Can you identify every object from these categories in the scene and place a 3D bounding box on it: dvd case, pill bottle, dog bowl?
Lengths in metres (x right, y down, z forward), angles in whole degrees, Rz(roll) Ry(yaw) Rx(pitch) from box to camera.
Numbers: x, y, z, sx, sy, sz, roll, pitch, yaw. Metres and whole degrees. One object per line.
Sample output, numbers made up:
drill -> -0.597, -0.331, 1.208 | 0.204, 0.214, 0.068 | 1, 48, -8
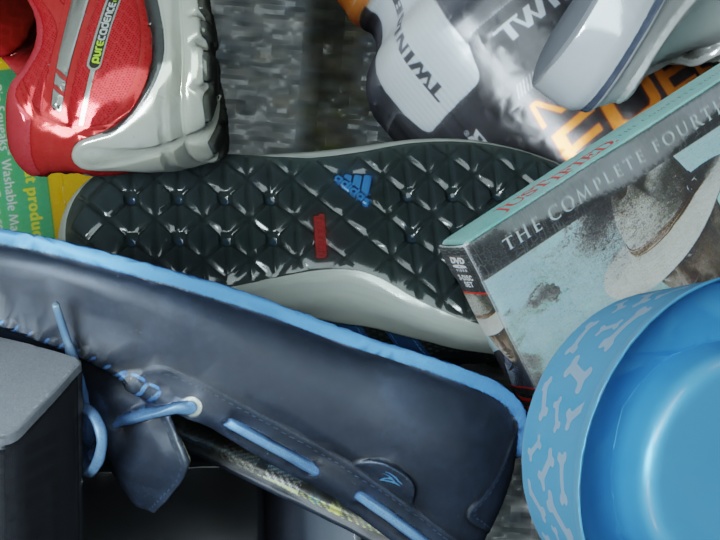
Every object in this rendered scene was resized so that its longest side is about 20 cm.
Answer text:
dvd case -> 0.127, 0.041, 0.713 | 0.146, 0.022, 0.200 | -32, 105, -19
pill bottle -> 0.074, -0.053, 0.795 | 0.106, 0.106, 0.200 | -38, 83, -11
dog bowl -> 0.128, 0.079, 0.671 | 0.200, 0.050, 0.112 | 39, 77, -27

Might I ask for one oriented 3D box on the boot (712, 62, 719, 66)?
boot -> 0.159, -0.176, 0.850 | 0.186, 0.064, 0.200 | -30, 77, 3

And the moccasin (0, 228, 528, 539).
moccasin -> -0.051, 0.039, 0.643 | 0.200, 0.080, 0.068 | 17, 81, 0

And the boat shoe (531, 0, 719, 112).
boat shoe -> 0.123, -0.105, 0.739 | 0.065, 0.074, 0.200 | 38, 48, 1

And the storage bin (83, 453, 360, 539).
storage bin -> -0.075, 0.132, 0.728 | 0.145, 0.134, 0.200 | -3, 77, -5

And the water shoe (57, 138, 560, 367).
water shoe -> 0.000, 0.000, 0.737 | 0.200, 0.079, 0.072 | 6, 65, -5

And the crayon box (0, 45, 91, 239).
crayon box -> -0.169, -0.011, 0.763 | 0.200, 0.052, 0.126 | -8, 108, -12

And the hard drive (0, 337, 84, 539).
hard drive -> -0.177, 0.075, 0.627 | 0.200, 0.042, 0.135 | 7, 108, 14

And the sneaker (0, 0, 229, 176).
sneaker -> -0.099, -0.109, 0.722 | 0.085, 0.077, 0.200 | -11, 48, -8
